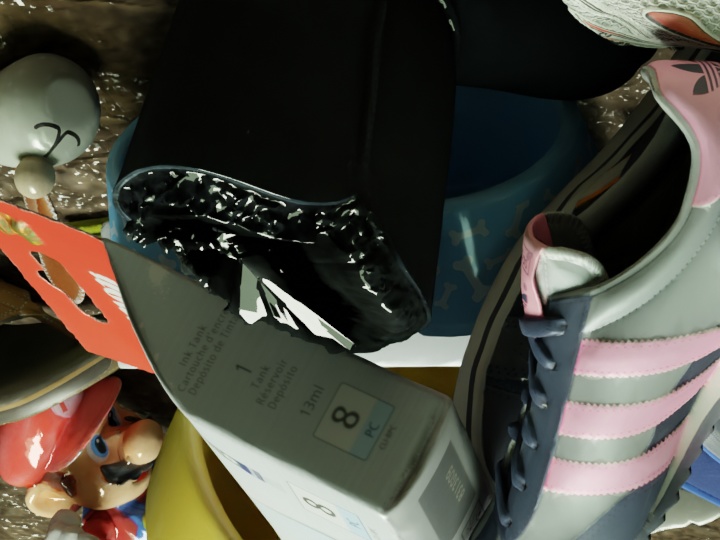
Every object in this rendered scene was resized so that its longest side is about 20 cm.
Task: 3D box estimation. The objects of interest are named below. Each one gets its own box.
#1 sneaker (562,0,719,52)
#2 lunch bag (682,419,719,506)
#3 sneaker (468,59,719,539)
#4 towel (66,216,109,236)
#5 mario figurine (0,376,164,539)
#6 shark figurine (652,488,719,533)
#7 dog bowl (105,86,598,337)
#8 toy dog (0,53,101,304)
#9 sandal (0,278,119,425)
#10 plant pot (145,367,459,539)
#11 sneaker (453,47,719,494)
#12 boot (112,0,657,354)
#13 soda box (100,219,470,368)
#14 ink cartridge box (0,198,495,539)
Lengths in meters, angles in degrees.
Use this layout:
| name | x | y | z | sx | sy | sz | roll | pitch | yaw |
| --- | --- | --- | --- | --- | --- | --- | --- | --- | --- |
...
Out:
| name | x | y | z | sx | sy | sz | roll | pitch | yaw |
| --- | --- | --- | --- | --- | --- | --- | --- | --- | --- |
| sneaker | 0.108 | -0.098 | 0.597 | 0.198 | 0.079 | 0.082 | 22 | 161 | -15 |
| lunch bag | 0.186 | 0.026 | 0.807 | 0.132 | 0.137 | 0.199 | -18 | 146 | 39 |
| sneaker | 0.069 | 0.024 | 0.629 | 0.082 | 0.070 | 0.201 | 26 | 108 | -18 |
| towel | -0.028 | -0.005 | 0.924 | 0.198 | 0.018 | 0.086 | -5 | 151 | 21 |
| mario figurine | -0.105 | 0.120 | 1.070 | 0.106 | 0.124 | 0.201 | -35 | 122 | 2 |
| shark figurine | 0.099 | 0.047 | 0.911 | 0.128 | 0.215 | 0.090 | 41 | 104 | -6 |
| dog bowl | -0.004 | -0.030 | 0.765 | 0.198 | 0.112 | 0.050 | 0 | 127 | 20 |
| toy dog | -0.178 | -0.010 | 0.848 | 0.131 | 0.097 | 0.200 | 6 | 155 | -16 |
| sandal | -0.187 | 0.031 | 0.986 | 0.198 | 0.082 | 0.055 | 1 | 119 | 33 |
| plant pot | -0.018 | 0.153 | 0.970 | 0.199 | 0.202 | 0.190 | 15 | 130 | -18 |
| sneaker | 0.107 | -0.003 | 0.689 | 0.078 | 0.201 | 0.079 | 32 | 180 | -33 |
| boot | 0.015 | -0.049 | 0.655 | 0.199 | 0.170 | 0.076 | 27 | 148 | -37 |
| soda box | 0.000 | 0.000 | 0.838 | 0.198 | 0.064 | 0.068 | -2 | -166 | 19 |
| ink cartridge box | -0.049 | 0.051 | 0.715 | 0.199 | 0.048 | 0.160 | 23 | 163 | 22 |
